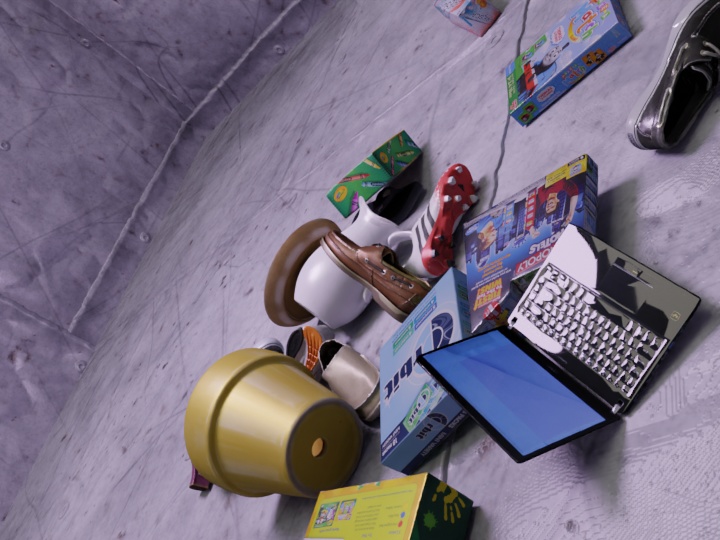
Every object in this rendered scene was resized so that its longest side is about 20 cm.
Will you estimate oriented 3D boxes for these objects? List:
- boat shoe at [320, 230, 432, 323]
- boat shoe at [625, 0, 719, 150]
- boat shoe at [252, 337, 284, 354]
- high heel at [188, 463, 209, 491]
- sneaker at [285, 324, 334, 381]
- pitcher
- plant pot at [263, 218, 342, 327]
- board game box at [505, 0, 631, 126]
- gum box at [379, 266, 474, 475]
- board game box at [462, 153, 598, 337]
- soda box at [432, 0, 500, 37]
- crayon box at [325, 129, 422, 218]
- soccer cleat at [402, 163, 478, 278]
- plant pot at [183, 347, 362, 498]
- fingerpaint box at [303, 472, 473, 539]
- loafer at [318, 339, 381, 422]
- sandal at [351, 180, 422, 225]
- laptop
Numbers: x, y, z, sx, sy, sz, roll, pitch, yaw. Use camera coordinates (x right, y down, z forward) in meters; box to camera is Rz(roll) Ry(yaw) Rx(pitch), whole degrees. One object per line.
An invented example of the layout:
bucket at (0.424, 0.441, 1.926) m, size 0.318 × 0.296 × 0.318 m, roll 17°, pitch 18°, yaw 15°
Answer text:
boat shoe at (0.026, -0.007, 1.168) m, size 0.200 × 0.072 × 0.068 m, roll 41°, pitch 109°, yaw 25°
boat shoe at (0.373, -0.222, 0.892) m, size 0.200 × 0.071 × 0.064 m, roll -63°, pitch 22°, yaw 0°
boat shoe at (-0.183, 0.216, 1.392) m, size 0.200 × 0.072 × 0.071 m, roll -63°, pitch 31°, yaw 5°
high heel at (-0.242, 0.308, 1.354) m, size 0.200 × 0.067 × 0.096 m, roll -32°, pitch 41°, yaw 49°
sneaker at (-0.090, 0.174, 1.266) m, size 0.200 × 0.076 × 0.092 m, roll -64°, pitch -20°, yaw 16°
pitcher at (0.000, 0.000, 1.274) m, size 0.171 × 0.121 × 0.200 m, roll 31°, pitch 81°, yaw 45°
plant pot at (-0.084, 0.009, 1.355) m, size 0.027 × 0.200 × 0.200 m, roll 26°, pitch 79°, yaw 32°
board game box at (0.306, -0.327, 1.209) m, size 0.200 × 0.037 × 0.151 m, roll -39°, pitch 27°, yaw 32°
gum box at (0.085, 0.118, 0.976) m, size 0.170 × 0.044 × 0.200 m, roll -52°, pitch 21°, yaw 30°
board game box at (0.198, -0.009, 0.939) m, size 0.200 × 0.062 × 0.200 m, roll -31°, pitch 34°, yaw 43°
soda box at (0.215, -0.539, 1.648) m, size 0.064 × 0.068 × 0.200 m, roll -49°, pitch 24°, yaw 12°
crayon box at (0.027, -0.175, 1.426) m, size 0.119 × 0.058 × 0.200 m, roll -39°, pitch 4°, yaw 28°
soccer cleat at (0.116, -0.075, 1.194) m, size 0.085 × 0.069 × 0.200 m, roll -18°, pitch 47°, yaw 50°
plant pot at (-0.106, 0.216, 1.077) m, size 0.189 × 0.201 × 0.201 m, roll 6°, pitch 62°, yaw 49°
fingerpaint box at (0.012, 0.313, 0.838) m, size 0.200 × 0.073 × 0.167 m, roll -28°, pitch 33°, yaw 48°
loafer at (-0.015, 0.151, 1.129) m, size 0.076 × 0.068 × 0.200 m, roll -56°, pitch 22°, yaw -3°
sandal at (0.037, -0.112, 1.432) m, size 0.200 × 0.043 × 0.076 m, roll -22°, pitch 39°, yaw 53°
laptop at (0.180, 0.058, 0.764) m, size 0.200 × 0.103 × 0.177 m, roll -60°, pitch 39°, yaw 11°
